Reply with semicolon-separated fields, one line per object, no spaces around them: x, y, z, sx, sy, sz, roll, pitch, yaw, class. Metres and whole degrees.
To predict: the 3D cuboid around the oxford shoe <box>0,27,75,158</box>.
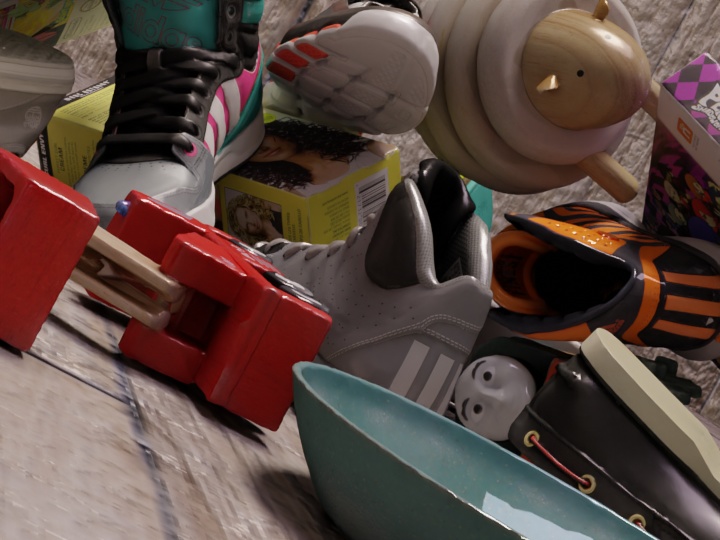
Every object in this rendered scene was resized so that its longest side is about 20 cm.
-0.209;-0.078;0.850;0.199;0.058;0.075;5;23;-45;oxford shoe

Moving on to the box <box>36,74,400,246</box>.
-0.076;-0.052;1.044;0.199;0.050;0.075;17;34;37;box

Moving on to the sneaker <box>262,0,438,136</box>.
-0.002;-0.116;1.019;0.077;0.082;0.200;31;-13;-12;sneaker

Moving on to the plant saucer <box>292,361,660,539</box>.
0.057;0.093;0.642;0.199;0.036;0.200;29;2;-1;plant saucer

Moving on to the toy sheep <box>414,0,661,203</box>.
0.085;-0.102;1.073;0.137;0.139;0.200;27;-12;-28;toy sheep

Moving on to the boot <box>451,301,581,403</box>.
0.052;0.034;1.179;0.199;0.073;0.090;28;9;-11;boot

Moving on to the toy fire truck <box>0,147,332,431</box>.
-0.085;0.000;0.717;0.140;0.049;0.200;28;3;-19;toy fire truck

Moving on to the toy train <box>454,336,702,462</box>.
0.108;0.076;1.044;0.113;0.086;0.200;17;2;15;toy train

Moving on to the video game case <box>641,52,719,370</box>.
0.211;0.011;1.013;0.182;0.036;0.200;51;-14;23;video game case

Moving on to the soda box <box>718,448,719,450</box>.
0.198;0.134;0.996;0.068;0.064;0.200;31;4;38;soda box

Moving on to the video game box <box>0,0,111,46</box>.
-0.147;-0.155;0.943;0.047;0.181;0.200;61;-24;7;video game box

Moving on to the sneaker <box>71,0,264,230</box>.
-0.089;-0.089;0.921;0.083;0.122;0.200;2;25;11;sneaker

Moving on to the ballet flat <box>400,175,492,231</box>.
0.032;-0.026;1.132;0.066;0.067;0.200;1;7;9;ballet flat

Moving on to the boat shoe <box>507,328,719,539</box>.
0.142;0.114;0.799;0.201;0.063;0.074;46;10;17;boat shoe

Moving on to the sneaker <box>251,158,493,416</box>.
0.000;0.000;0.868;0.075;0.116;0.200;27;4;-35;sneaker

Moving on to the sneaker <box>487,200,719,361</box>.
0.096;-0.004;1.029;0.111;0.078;0.200;9;-1;-30;sneaker
